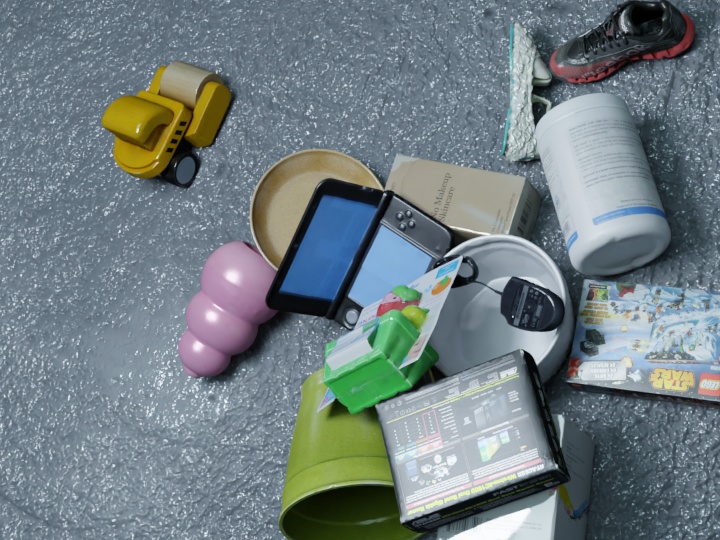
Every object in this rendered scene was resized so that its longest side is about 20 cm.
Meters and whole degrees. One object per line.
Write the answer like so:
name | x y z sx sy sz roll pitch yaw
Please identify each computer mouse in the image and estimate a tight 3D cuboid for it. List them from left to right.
computer mouse | 0.171 0.026 1.650 0.199 0.034 0.059 25 104 36

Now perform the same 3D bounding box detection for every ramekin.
ramekin | 0.182 0.065 1.704 0.198 0.105 0.203 -9 68 23

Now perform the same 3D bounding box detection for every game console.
game console | 0.000 0.000 1.755 0.171 0.118 0.202 33 112 18

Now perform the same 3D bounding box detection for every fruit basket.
fruit basket | 0.031 0.073 1.638 0.184 0.094 0.201 -29 28 38

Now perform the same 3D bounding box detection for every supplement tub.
supplement tub | 0.307 -0.108 1.693 0.131 0.132 0.202 -20 64 18

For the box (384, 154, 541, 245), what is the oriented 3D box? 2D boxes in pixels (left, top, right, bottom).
box | 0.133 -0.088 1.799 0.198 0.078 0.096 11 77 28

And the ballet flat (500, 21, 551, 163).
ballet flat | 0.230 -0.241 1.824 0.071 0.072 0.203 -1 76 25

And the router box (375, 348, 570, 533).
router box | 0.128 0.198 1.536 0.198 0.062 0.151 -22 61 17

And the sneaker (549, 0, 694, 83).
sneaker | 0.340 -0.310 1.771 0.198 0.098 0.072 -15 67 22

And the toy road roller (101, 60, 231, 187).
toy road roller | -0.304 -0.235 2.024 0.122 0.146 0.202 21 81 30

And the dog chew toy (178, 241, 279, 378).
dog chew toy | -0.190 0.061 1.880 0.124 0.124 0.201 34 96 31

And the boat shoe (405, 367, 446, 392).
boat shoe | 0.085 0.148 1.735 0.060 0.072 0.203 -24 75 -3

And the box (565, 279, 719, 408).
box | 0.363 0.089 1.646 0.198 0.040 0.139 6 73 27

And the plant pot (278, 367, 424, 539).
plant pot | -0.010 0.230 1.699 0.198 0.201 0.195 -18 53 18

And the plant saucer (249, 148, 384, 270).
plant saucer | -0.057 -0.071 1.872 0.197 0.035 0.203 1 73 -5

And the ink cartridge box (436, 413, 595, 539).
ink cartridge box | 0.188 0.281 1.598 0.146 0.145 0.203 1 72 26
